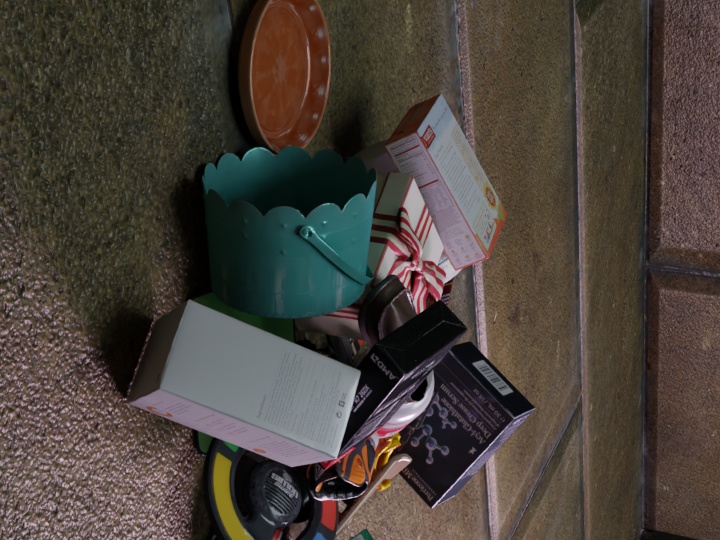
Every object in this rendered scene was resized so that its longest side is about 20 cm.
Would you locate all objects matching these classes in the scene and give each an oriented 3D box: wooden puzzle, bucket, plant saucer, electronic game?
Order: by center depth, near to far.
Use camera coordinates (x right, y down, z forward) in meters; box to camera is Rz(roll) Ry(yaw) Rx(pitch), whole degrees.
[{"bbox_3d":[-0.078,-0.044,1.331,0.207,0.206,0.136,-39,137,-56],"label":"bucket"},{"bbox_3d":[-0.101,0.260,1.399,0.199,0.042,0.201,26,50,-36],"label":"electronic game"},{"bbox_3d":[-0.093,-0.238,1.431,0.200,0.032,0.202,-33,127,-59],"label":"plant saucer"},{"bbox_3d":[-0.028,0.314,1.581,0.200,0.046,0.185,-43,172,-18],"label":"wooden puzzle"}]

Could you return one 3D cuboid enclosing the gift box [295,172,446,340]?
[{"bbox_3d":[0.000,0.000,1.516,0.185,0.186,0.201,54,48,-56],"label":"gift box"}]

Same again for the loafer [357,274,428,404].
[{"bbox_3d":[0.052,0.084,1.423,0.073,0.071,0.201,-43,145,-23],"label":"loafer"}]

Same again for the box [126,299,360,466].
[{"bbox_3d":[-0.121,0.121,1.244,0.199,0.124,0.098,24,69,-19],"label":"box"}]

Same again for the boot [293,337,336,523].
[{"bbox_3d":[-0.077,0.200,1.546,0.199,0.073,0.163,-64,147,-33],"label":"boot"}]

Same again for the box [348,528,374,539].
[{"bbox_3d":[-0.074,0.411,1.536,0.048,0.200,0.117,53,23,11],"label":"box"}]

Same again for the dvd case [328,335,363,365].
[{"bbox_3d":[-0.001,0.018,1.716,0.201,0.022,0.146,-62,148,-36],"label":"dvd case"}]

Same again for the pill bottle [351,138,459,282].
[{"bbox_3d":[0.059,-0.076,1.666,0.201,0.110,0.111,63,37,-18],"label":"pill bottle"}]

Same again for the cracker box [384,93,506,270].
[{"bbox_3d":[0.117,-0.120,1.615,0.201,0.057,0.134,60,30,-17],"label":"cracker box"}]

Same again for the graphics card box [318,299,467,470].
[{"bbox_3d":[0.024,0.127,1.329,0.125,0.051,0.200,-31,164,-44],"label":"graphics card box"}]

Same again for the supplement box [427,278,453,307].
[{"bbox_3d":[0.085,0.076,1.846,0.109,0.061,0.201,-11,114,-64],"label":"supplement box"}]

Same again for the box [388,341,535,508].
[{"bbox_3d":[0.137,0.232,1.826,0.200,0.148,0.107,-51,162,19],"label":"box"}]

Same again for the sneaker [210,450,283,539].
[{"bbox_3d":[-0.143,0.319,1.439,0.082,0.077,0.201,-3,93,-50],"label":"sneaker"}]

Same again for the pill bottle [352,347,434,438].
[{"bbox_3d":[0.037,0.159,1.639,0.200,0.112,0.113,119,-12,-71],"label":"pill bottle"}]

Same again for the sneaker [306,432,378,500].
[{"bbox_3d":[-0.051,0.194,1.411,0.200,0.077,0.112,40,34,-25],"label":"sneaker"}]

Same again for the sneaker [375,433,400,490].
[{"bbox_3d":[0.029,0.224,1.776,0.073,0.077,0.201,-9,104,-62],"label":"sneaker"}]

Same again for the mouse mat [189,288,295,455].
[{"bbox_3d":[-0.135,0.103,1.409,0.160,0.008,0.201,-20,117,-42],"label":"mouse mat"}]
